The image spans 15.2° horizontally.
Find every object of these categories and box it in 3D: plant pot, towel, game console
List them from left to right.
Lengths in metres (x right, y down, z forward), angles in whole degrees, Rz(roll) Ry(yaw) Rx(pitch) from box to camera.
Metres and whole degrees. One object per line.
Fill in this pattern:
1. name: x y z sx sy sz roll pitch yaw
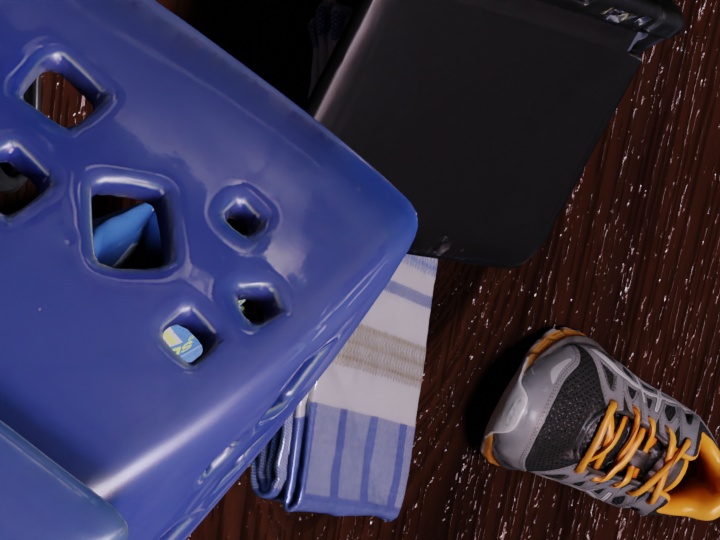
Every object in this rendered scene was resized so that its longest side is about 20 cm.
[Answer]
1. plant pot: -0.135 0.029 0.750 0.200 0.200 0.180 -52 -179 43
2. towel: 0.000 0.000 1.090 0.147 0.024 0.200 18 78 -70
3. game console: 0.028 -0.109 1.053 0.116 0.176 0.200 -30 160 27

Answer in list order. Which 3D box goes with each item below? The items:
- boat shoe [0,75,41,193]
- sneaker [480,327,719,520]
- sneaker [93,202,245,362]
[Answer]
1. boat shoe: -0.114 -0.106 0.854 0.075 0.066 0.199 -45 158 -56
2. sneaker: 0.132 0.085 1.380 0.200 0.077 0.078 16 105 -56
3. sneaker: -0.065 0.026 1.025 0.105 0.076 0.200 -39 156 27
